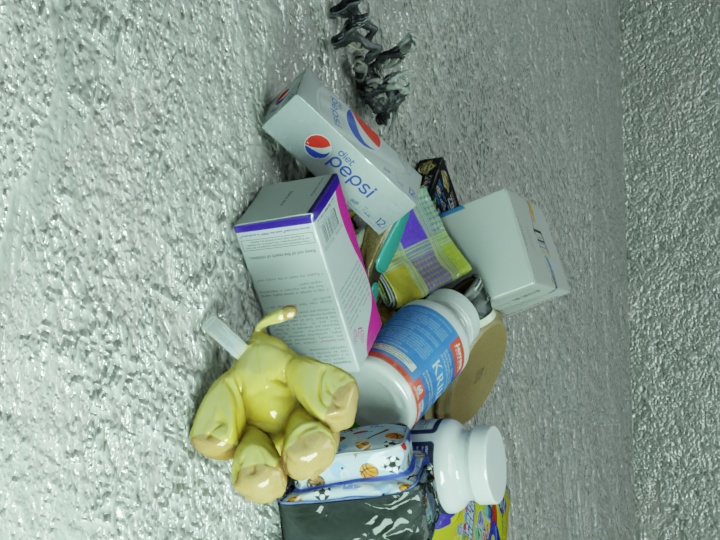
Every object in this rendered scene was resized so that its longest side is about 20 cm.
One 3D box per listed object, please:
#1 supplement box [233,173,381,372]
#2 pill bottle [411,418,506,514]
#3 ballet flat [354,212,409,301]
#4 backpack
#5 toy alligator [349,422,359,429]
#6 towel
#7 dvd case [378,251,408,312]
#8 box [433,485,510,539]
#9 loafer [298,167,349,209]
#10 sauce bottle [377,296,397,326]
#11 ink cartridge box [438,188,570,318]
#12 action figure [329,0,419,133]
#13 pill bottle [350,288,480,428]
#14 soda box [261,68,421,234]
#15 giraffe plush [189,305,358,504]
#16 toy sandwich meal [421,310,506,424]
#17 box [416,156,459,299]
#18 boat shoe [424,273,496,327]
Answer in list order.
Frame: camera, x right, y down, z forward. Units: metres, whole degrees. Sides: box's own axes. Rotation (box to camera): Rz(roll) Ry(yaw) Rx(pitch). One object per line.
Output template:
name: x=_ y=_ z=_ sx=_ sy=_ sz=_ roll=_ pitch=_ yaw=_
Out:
supplement box: x=-0.055 y=0.008 z=1.393 sx=0.102 sy=0.102 sz=0.203 roll=-60 pitch=137 yaw=-56
pill bottle: x=0.076 y=0.245 z=1.528 sx=0.115 sy=0.197 sz=0.118 roll=-6 pitch=90 yaw=-67
ballet flat: x=0.000 y=0.000 z=1.528 sx=0.068 sy=0.071 sz=0.203 roll=27 pitch=81 yaw=-75
backpack: x=0.002 y=0.256 z=1.390 sx=0.190 sy=0.196 sz=0.157 roll=14 pitch=73 yaw=-80
toy alligator: x=0.001 y=0.164 z=1.540 sx=0.199 sy=0.058 sz=0.055 roll=-25 pitch=115 yaw=-59
towel: x=0.064 y=-0.034 z=1.634 sx=0.199 sy=0.023 sz=0.145 roll=-20 pitch=81 yaw=-51
dvd case: x=0.027 y=-0.056 z=1.639 sx=0.148 sy=0.016 sz=0.202 roll=40 pitch=43 yaw=-21
box: x=0.121 y=0.361 z=1.715 sx=0.193 sy=0.120 sz=0.203 roll=56 pitch=35 yaw=-47
loafer: x=-0.036 y=-0.106 z=1.509 sx=0.200 sy=0.069 sz=0.071 roll=-47 pitch=136 yaw=-61
sauce bottle: x=0.028 y=0.039 z=1.641 sx=0.202 sy=0.064 sz=0.065 roll=-75 pitch=150 yaw=-44
ink cartridge box: x=0.200 y=-0.016 z=1.812 sx=0.199 sy=0.145 sz=0.147 roll=14 pitch=58 yaw=-66
action figure: x=0.031 y=-0.280 z=1.679 sx=0.201 sy=0.100 sz=0.120 roll=58 pitch=22 yaw=-44
pill bottle: x=0.067 y=0.106 z=1.514 sx=0.200 sy=0.111 sz=0.114 roll=-42 pitch=125 yaw=-43
soda box: x=-0.019 y=-0.139 z=1.447 sx=0.199 sy=0.068 sz=0.064 roll=41 pitch=34 yaw=-20
giraffe plush: x=-0.083 y=0.153 z=1.270 sx=0.201 sy=0.171 sz=0.163 roll=57 pitch=-5 yaw=32
toy sandwich meal: x=0.141 y=0.144 z=1.790 sx=0.205 sy=0.070 sz=0.208 roll=-43 pitch=145 yaw=-39
box: x=0.118 y=-0.037 z=1.896 sx=0.200 sy=0.049 sz=0.202 roll=-70 pitch=146 yaw=-49
boat shoe: x=0.089 y=0.071 z=1.665 sx=0.072 sy=0.198 sz=0.069 roll=28 pitch=-39 yaw=63
